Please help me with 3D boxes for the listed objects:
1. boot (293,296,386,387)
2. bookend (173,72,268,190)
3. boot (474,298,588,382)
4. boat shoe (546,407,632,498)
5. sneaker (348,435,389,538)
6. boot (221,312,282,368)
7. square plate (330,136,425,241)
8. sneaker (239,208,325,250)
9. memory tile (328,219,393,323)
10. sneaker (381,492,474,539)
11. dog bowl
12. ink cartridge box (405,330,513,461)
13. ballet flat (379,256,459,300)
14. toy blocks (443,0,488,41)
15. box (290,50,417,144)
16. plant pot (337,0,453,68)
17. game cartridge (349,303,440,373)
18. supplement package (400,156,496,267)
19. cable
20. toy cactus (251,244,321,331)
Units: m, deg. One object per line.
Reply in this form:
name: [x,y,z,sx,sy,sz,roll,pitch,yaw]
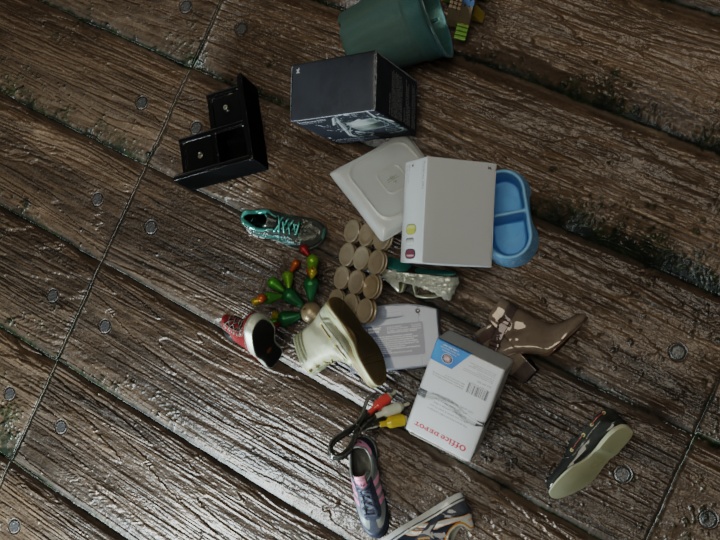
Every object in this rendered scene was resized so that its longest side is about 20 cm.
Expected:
boot: [-0.045,0.177,1.666,0.155,0.072,0.201,-43,74,33]
bookend: [-0.323,-0.308,1.838,0.195,0.092,0.204,-12,78,14]
boot: [0.324,0.113,1.604,0.200,0.070,0.147,-45,71,6]
boat shoe: [0.423,0.347,1.547,0.202,0.073,0.063,-51,36,14]
sneaker: [0.008,0.436,1.641,0.069,0.082,0.204,-15,78,13]
boot: [-0.245,0.120,1.702,0.143,0.201,0.073,32,70,18]
square plate: [0.069,-0.182,1.687,0.198,0.029,0.199,-31,66,-17]
sneaker: [-0.173,-0.092,1.764,0.196,0.091,0.079,8,85,17]
memory tile: [0.000,0.000,1.700,0.152,0.017,0.204,13,90,50]
sneaker: [0.129,0.516,1.597,0.198,0.078,0.080,-32,69,8]
dog bowl: [0.295,-0.110,1.653,0.109,0.050,0.204,-10,79,15]
ink cartridge box: [0.190,0.242,1.588,0.143,0.084,0.203,24,106,19]
ballet flat: [0.105,0.021,1.679,0.197,0.072,0.073,13,86,24]
toy blocks: [0.224,-0.599,1.685,0.098,0.137,0.204,16,79,4]
box: [-0.011,-0.348,1.680,0.197,0.196,0.127,-2,82,29]
plant pot: [0.068,-0.505,1.711,0.193,0.200,0.204,-18,78,21]
game cartridge: [0.069,0.137,1.691,0.196,0.041,0.136,-6,84,15]
supplement package: [0.171,-0.111,1.610,0.153,0.111,0.204,3,89,-20]
cable: [0.009,0.298,1.631,0.198,0.051,0.098,-20,60,-33]
toy cactus: [-0.131,0.063,1.738,0.164,0.102,0.201,37,85,8]
